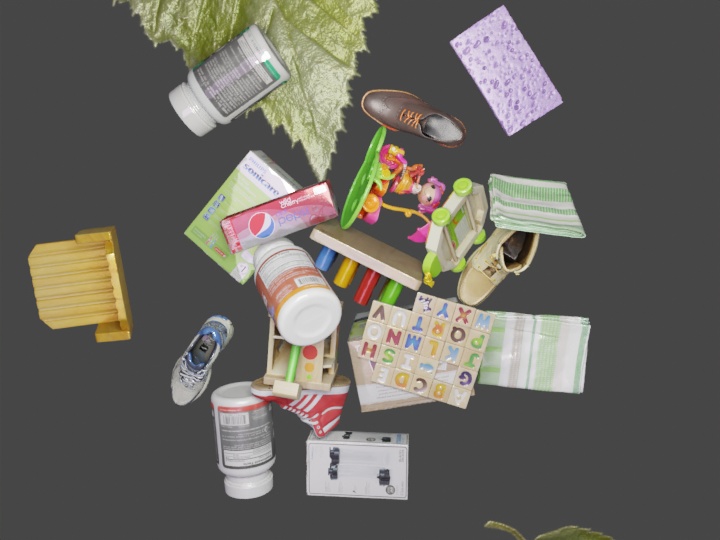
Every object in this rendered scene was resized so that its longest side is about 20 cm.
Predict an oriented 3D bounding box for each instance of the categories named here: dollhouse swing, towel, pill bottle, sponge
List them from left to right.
[{"bbox_3d":[-0.533,0.031,1.339,0.175,0.182,0.201,-9,100,-14],"label":"dollhouse swing"},{"bbox_3d":[-0.233,-0.333,1.269,0.199,0.113,0.113,-33,96,9],"label":"pill bottle"},{"bbox_3d":[-0.224,0.327,1.382,0.115,0.116,0.201,-2,100,5],"label":"pill bottle"},{"bbox_3d":[-0.117,0.028,1.223,0.112,0.200,0.113,-14,127,-19],"label":"pill bottle"},{"bbox_3d":[0.258,-0.352,1.265,0.111,0.030,0.200,-33,96,10],"label":"sponge"},{"bbox_3d":[0.294,-0.115,1.219,0.152,0.200,0.024,8,119,3],"label":"towel"},{"bbox_3d":[0.327,0.156,1.347,0.199,0.031,0.150,4,99,5],"label":"towel"}]

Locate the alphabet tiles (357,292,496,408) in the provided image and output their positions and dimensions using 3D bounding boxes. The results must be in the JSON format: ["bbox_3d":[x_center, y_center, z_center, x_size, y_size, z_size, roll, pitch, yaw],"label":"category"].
[{"bbox_3d":[0.103,0.123,1.172,0.199,0.008,0.168,16,101,0],"label":"alphabet tiles"}]

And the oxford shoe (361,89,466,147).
[{"bbox_3d":[0.096,-0.276,1.270,0.199,0.073,0.072,18,102,2],"label":"oxford shoe"}]

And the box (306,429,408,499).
[{"bbox_3d":[-0.005,0.379,1.399,0.199,0.060,0.117,0,100,5],"label":"box"}]

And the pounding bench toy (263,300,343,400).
[{"bbox_3d":[-0.107,0.130,1.294,0.123,0.200,0.157,6,101,4],"label":"pounding bench toy"}]

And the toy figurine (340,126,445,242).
[{"bbox_3d":[0.085,-0.134,1.289,0.183,0.150,0.201,22,77,-13],"label":"toy figurine"}]

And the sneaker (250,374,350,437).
[{"bbox_3d":[-0.117,0.258,1.353,0.199,0.071,0.113,4,106,-27],"label":"sneaker"}]

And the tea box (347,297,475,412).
[{"bbox_3d":[0.091,0.146,1.281,0.199,0.197,0.134,-10,99,7],"label":"tea box"}]

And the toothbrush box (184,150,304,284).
[{"bbox_3d":[-0.201,-0.100,1.320,0.145,0.086,0.200,40,102,-3],"label":"toothbrush box"}]

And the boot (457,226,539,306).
[{"bbox_3d":[0.242,-0.009,1.261,0.073,0.155,0.200,37,102,-2],"label":"boot"}]

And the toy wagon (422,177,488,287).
[{"bbox_3d":[0.159,-0.061,1.247,0.039,0.155,0.200,26,69,33],"label":"toy wagon"}]

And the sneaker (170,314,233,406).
[{"bbox_3d":[-0.321,0.179,1.380,0.077,0.085,0.201,28,102,0],"label":"sneaker"}]

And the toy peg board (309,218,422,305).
[{"bbox_3d":[0.000,0.000,1.262,0.198,0.200,0.098,26,101,0],"label":"toy peg board"}]

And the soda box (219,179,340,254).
[{"bbox_3d":[-0.138,-0.094,1.239,0.199,0.070,0.064,-19,102,5],"label":"soda box"}]
